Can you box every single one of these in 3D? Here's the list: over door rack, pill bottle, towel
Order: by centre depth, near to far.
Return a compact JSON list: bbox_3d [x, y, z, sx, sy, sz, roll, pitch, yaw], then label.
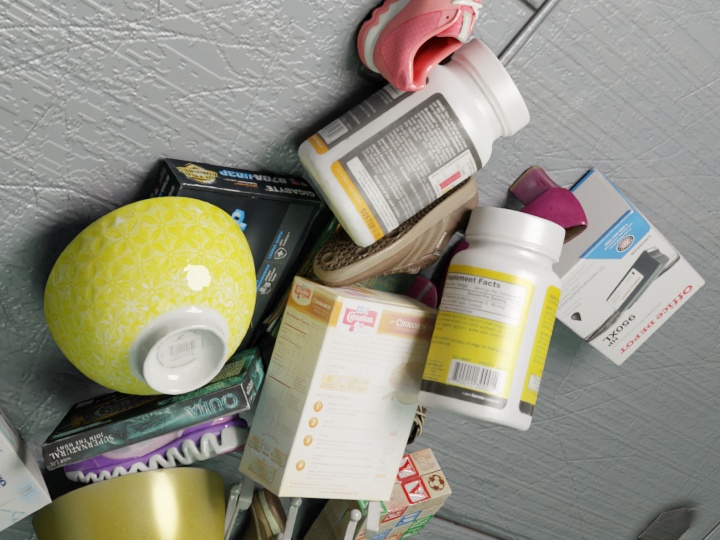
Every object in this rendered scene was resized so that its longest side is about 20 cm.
[{"bbox_3d":[0.050,-0.121,1.390,0.199,0.117,0.117,-34,138,-2],"label":"pill bottle"},{"bbox_3d":[0.132,0.047,1.455,0.114,0.114,0.202,20,82,-42],"label":"pill bottle"},{"bbox_3d":[0.000,0.000,1.503,0.146,0.022,0.201,32,89,-46],"label":"towel"},{"bbox_3d":[-0.067,0.260,1.570,0.147,0.067,0.200,13,152,-8],"label":"over door rack"}]

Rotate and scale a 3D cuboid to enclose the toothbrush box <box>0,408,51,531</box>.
[{"bbox_3d":[-0.414,0.201,1.399,0.199,0.085,0.147,-29,137,-9],"label":"toothbrush box"}]

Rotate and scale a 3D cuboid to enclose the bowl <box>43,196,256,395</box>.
[{"bbox_3d":[-0.172,0.046,1.333,0.199,0.108,0.201,-17,135,-18],"label":"bowl"}]

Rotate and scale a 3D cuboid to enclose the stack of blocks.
[{"bbox_3d":[0.013,0.290,1.727,0.114,0.059,0.200,-13,152,-29],"label":"stack of blocks"}]

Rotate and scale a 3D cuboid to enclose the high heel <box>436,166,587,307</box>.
[{"bbox_3d":[0.154,-0.009,1.573,0.067,0.096,0.201,14,119,-41],"label":"high heel"}]

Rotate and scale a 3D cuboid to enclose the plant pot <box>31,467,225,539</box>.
[{"bbox_3d":[-0.221,0.301,1.515,0.198,0.143,0.200,-14,159,-5],"label":"plant pot"}]

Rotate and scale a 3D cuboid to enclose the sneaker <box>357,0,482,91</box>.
[{"bbox_3d":[0.086,-0.241,1.328,0.073,0.087,0.200,22,113,-44],"label":"sneaker"}]

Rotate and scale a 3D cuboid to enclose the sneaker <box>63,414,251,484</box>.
[{"bbox_3d":[-0.208,0.160,1.510,0.199,0.089,0.080,-17,176,7],"label":"sneaker"}]

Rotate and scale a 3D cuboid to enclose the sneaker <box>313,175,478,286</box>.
[{"bbox_3d":[0.044,-0.023,1.463,0.199,0.070,0.076,-32,127,-25],"label":"sneaker"}]

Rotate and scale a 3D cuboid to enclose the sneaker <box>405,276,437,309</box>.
[{"bbox_3d":[0.019,0.095,1.598,0.201,0.073,0.087,-59,164,2],"label":"sneaker"}]

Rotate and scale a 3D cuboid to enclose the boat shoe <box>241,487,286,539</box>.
[{"bbox_3d":[-0.114,0.327,1.725,0.076,0.072,0.201,-12,133,-2],"label":"boat shoe"}]

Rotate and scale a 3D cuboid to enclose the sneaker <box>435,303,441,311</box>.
[{"bbox_3d":[0.127,0.067,1.592,0.071,0.073,0.200,-54,160,4],"label":"sneaker"}]

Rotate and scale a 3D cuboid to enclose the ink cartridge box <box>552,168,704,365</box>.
[{"bbox_3d":[0.275,0.000,1.668,0.145,0.084,0.200,-45,138,10],"label":"ink cartridge box"}]

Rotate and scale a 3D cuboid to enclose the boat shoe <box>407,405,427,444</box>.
[{"bbox_3d":[0.042,0.162,1.669,0.200,0.073,0.075,-38,138,2],"label":"boat shoe"}]

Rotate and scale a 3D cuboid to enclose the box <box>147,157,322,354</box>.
[{"bbox_3d":[-0.145,-0.005,1.418,0.158,0.046,0.201,7,123,-37],"label":"box"}]

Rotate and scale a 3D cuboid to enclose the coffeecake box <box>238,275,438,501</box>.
[{"bbox_3d":[-0.017,0.119,1.472,0.153,0.073,0.202,11,99,-43],"label":"coffeecake box"}]

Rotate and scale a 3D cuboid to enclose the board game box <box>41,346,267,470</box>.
[{"bbox_3d":[-0.192,0.129,1.411,0.199,0.135,0.028,-18,100,7],"label":"board game box"}]
